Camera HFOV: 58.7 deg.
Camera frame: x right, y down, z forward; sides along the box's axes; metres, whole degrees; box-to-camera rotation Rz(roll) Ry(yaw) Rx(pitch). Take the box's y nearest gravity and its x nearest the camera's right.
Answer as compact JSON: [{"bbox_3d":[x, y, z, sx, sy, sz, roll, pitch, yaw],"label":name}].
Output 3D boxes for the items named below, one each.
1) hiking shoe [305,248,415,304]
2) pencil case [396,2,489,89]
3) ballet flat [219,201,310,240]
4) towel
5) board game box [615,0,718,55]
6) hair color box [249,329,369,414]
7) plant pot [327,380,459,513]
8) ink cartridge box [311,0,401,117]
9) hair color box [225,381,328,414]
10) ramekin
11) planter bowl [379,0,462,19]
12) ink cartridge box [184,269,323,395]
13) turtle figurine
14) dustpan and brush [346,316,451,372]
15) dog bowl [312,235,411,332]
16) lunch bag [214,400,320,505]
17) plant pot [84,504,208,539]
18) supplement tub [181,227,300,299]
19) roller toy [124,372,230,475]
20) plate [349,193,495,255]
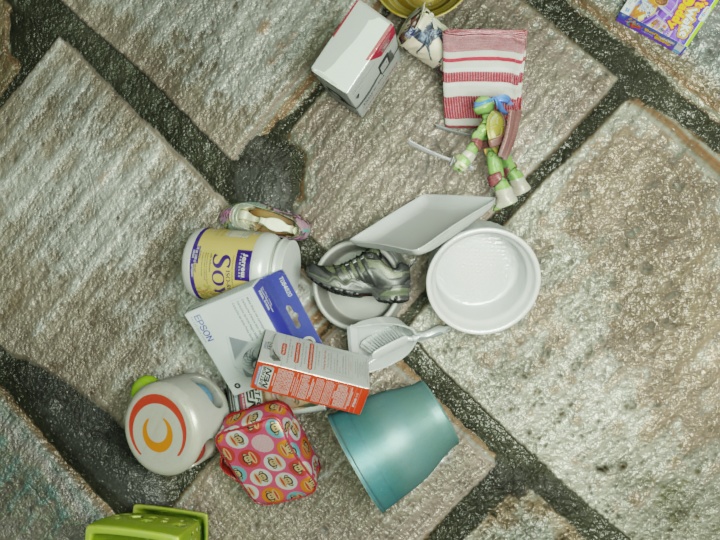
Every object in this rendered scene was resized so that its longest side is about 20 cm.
[{"bbox_3d":[0.000,0.000,1.194,0.199,0.076,0.101,12,80,4],"label":"hiking shoe"},{"bbox_3d":[0.168,-0.401,1.176,0.200,0.089,0.078,27,69,-17],"label":"pencil case"},{"bbox_3d":[-0.199,-0.100,1.287,0.199,0.071,0.069,12,91,12],"label":"ballet flat"},{"bbox_3d":[0.221,-0.340,1.156,0.144,0.200,0.023,5,50,12],"label":"towel"},{"bbox_3d":[0.577,-0.511,1.145,0.134,0.045,0.200,33,96,10],"label":"board game box"},{"bbox_3d":[-0.087,0.180,1.143,0.200,0.111,0.064,17,112,-8],"label":"hair color box"},{"bbox_3d":[0.069,0.304,1.173,0.188,0.200,0.200,-31,83,-4],"label":"plant pot"},{"bbox_3d":[-0.001,-0.384,1.186,0.083,0.200,0.145,35,96,6],"label":"ink cartridge box"},{"bbox_3d":[-0.163,0.238,1.281,0.199,0.061,0.099,-10,87,11],"label":"hair color box"},{"bbox_3d":[0.215,0.005,1.158,0.200,0.098,0.201,0,111,0],"label":"ramekin"},{"bbox_3d":[0.125,-0.562,1.219,0.200,0.083,0.201,0,90,12],"label":"planter bowl"},{"bbox_3d":[-0.193,0.120,1.198,0.200,0.041,0.200,-23,111,10],"label":"ink cartridge box"},{"bbox_3d":[0.216,-0.207,1.177,0.200,0.144,0.194,-26,99,10],"label":"turtle figurine"},{"bbox_3d":[0.078,0.130,1.221,0.200,0.140,0.057,-22,46,-18],"label":"dustpan and brush"},{"bbox_3d":[-0.003,0.028,1.252,0.200,0.059,0.201,0,90,11],"label":"dog bowl"},{"bbox_3d":[-0.188,0.361,1.243,0.176,0.082,0.200,-20,110,13],"label":"lunch bag"},{"bbox_3d":[-0.408,0.577,1.265,0.198,0.181,0.201,2,89,11],"label":"plant pot"},{"bbox_3d":[-0.230,-0.007,1.254,0.199,0.145,0.146,5,90,12],"label":"supplement tub"},{"bbox_3d":[-0.359,0.305,1.280,0.182,0.140,0.201,-3,91,22],"label":"roller toy"},{"bbox_3d":[0.111,-0.079,1.139,0.199,0.200,0.032,-32,114,-27],"label":"plate"}]
